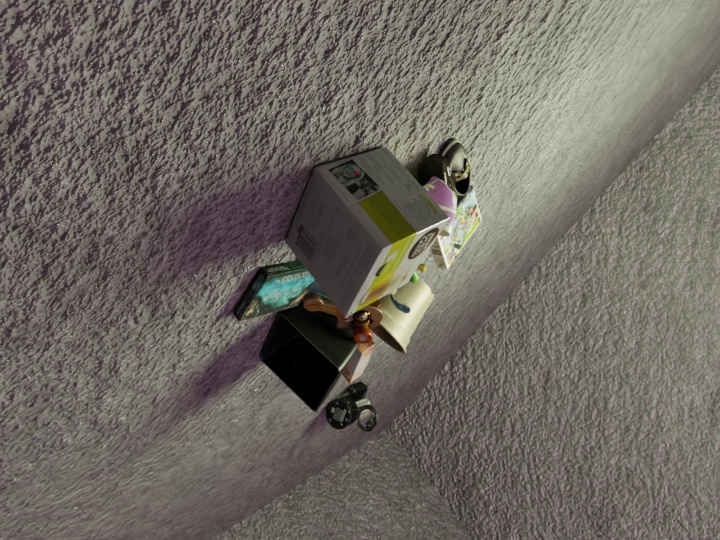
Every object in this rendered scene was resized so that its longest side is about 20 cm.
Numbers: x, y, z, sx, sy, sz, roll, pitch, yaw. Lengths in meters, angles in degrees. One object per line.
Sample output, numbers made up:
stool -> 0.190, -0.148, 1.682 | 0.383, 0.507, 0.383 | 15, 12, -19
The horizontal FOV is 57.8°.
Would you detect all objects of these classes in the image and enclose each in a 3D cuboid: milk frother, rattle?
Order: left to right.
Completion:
milk frother -> -0.004, 0.570, 2.616 | 0.181, 0.200, 0.187 | -51, 159, 17
rattle -> 0.025, 0.038, 1.508 | 0.142, 0.130, 0.202 | -33, 132, -16

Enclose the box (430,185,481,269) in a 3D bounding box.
box -> 0.234, -0.110, 1.626 | 0.201, 0.034, 0.111 | -51, 133, -34

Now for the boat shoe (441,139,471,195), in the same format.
boat shoe -> 0.230, -0.239, 1.536 | 0.072, 0.061, 0.201 | -41, 161, -2

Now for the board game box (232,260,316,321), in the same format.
board game box -> -0.169, 0.038, 1.397 | 0.199, 0.028, 0.136 | -13, 145, -55

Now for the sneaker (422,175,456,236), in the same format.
sneaker -> 0.117, -0.159, 1.411 | 0.072, 0.197, 0.116 | -14, -122, 69

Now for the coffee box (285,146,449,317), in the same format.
coffee box -> 0.010, -0.077, 1.238 | 0.196, 0.201, 0.201 | -25, 156, -40

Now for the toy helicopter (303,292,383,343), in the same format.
toy helicopter -> -0.037, 0.088, 1.520 | 0.197, 0.080, 0.133 | 16, 136, -20

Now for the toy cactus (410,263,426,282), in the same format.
toy cactus -> 0.116, -0.068, 1.571 | 0.165, 0.101, 0.204 | -25, 130, -64

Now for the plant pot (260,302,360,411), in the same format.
plant pot -> -0.102, 0.187, 1.625 | 0.177, 0.199, 0.201 | -37, 164, -44

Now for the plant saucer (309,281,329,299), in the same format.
plant saucer -> -0.044, 0.052, 1.544 | 0.070, 0.019, 0.198 | -42, 135, 23

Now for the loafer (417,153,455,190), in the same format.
loafer -> 0.178, -0.199, 1.496 | 0.072, 0.072, 0.201 | -56, 155, -27

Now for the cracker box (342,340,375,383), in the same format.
cracker box -> -0.035, 0.224, 1.902 | 0.057, 0.134, 0.201 | -30, 158, -28

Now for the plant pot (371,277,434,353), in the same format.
plant pot -> 0.107, 0.101, 1.874 | 0.184, 0.199, 0.201 | -49, 163, -12
